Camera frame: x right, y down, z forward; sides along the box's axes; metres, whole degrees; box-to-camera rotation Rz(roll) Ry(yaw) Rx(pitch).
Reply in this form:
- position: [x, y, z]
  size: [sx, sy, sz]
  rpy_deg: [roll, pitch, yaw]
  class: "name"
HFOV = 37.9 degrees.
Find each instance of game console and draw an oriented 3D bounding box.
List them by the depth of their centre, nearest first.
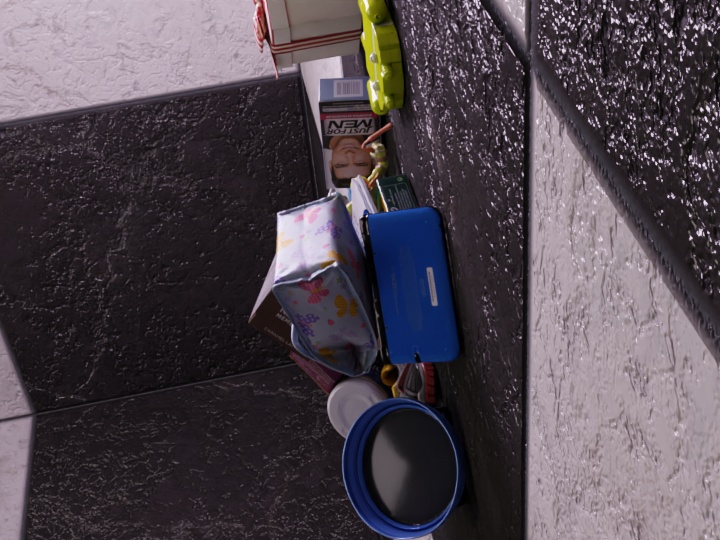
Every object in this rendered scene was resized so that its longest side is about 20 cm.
- position: [0.066, 0.014, 1.413]
  size: [0.118, 0.168, 0.203]
  rpy_deg: [-22, -75, -59]
  class: "game console"

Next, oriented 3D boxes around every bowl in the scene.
- position: [0.065, 0.286, 1.526]
  size: [0.039, 0.199, 0.204]
  rpy_deg: [6, -111, -56]
  class: "bowl"

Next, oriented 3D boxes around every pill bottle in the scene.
- position: [0.029, 0.202, 1.782]
  size: [0.200, 0.109, 0.113]
  rpy_deg: [-40, -56, -62]
  class: "pill bottle"

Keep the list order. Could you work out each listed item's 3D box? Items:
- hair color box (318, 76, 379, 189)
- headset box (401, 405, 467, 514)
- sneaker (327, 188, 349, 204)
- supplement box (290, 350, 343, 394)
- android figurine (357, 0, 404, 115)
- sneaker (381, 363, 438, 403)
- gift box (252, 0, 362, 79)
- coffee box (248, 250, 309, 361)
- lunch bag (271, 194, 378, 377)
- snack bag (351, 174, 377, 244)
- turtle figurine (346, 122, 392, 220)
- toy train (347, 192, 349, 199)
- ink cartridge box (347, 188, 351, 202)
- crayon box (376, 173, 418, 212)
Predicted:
- position: [-0.016, -0.229, 1.770]
  size: [0.201, 0.097, 0.061]
  rpy_deg: [86, -177, -51]
  class: "hair color box"
- position: [0.104, 0.301, 1.643]
  size: [0.200, 0.076, 0.151]
  rpy_deg: [108, 151, -77]
  class: "headset box"
- position: [-0.036, -0.086, 1.791]
  size: [0.200, 0.074, 0.090]
  rpy_deg: [-123, 32, -66]
  class: "sneaker"
- position: [-0.042, 0.121, 1.784]
  size: [0.103, 0.131, 0.200]
  rpy_deg: [43, 169, 5]
  class: "supplement box"
- position: [0.028, -0.311, 1.503]
  size: [0.184, 0.040, 0.202]
  rpy_deg: [85, 175, -45]
  class: "android figurine"
- position: [0.068, 0.144, 1.702]
  size: [0.201, 0.081, 0.079]
  rpy_deg: [-108, 9, -62]
  class: "sneaker"
- position: [-0.100, -0.456, 1.836]
  size: [0.200, 0.184, 0.187]
  rpy_deg: [98, 162, -72]
  class: "gift box"
- position: [-0.086, 0.027, 1.612]
  size: [0.080, 0.114, 0.201]
  rpy_deg: [-50, 14, 33]
  class: "coffee box"
- position: [-0.043, 0.031, 1.457]
  size: [0.171, 0.125, 0.201]
  rpy_deg: [-93, -20, -50]
  class: "lunch bag"
- position: [0.024, -0.010, 1.580]
  size: [0.190, 0.021, 0.202]
  rpy_deg: [91, 160, -55]
  class: "snack bag"
- position: [0.016, -0.130, 1.682]
  size: [0.202, 0.064, 0.161]
  rpy_deg: [-61, -13, -1]
  class: "turtle figurine"
- position: [-0.002, -0.149, 1.930]
  size: [0.056, 0.041, 0.202]
  rpy_deg: [16, 131, 62]
  class: "toy train"
- position: [0.027, -0.050, 1.874]
  size: [0.116, 0.066, 0.203]
  rpy_deg: [-117, 18, -70]
  class: "ink cartridge box"
- position: [0.064, -0.025, 1.586]
  size: [0.127, 0.051, 0.202]
  rpy_deg: [-106, 7, -48]
  class: "crayon box"
